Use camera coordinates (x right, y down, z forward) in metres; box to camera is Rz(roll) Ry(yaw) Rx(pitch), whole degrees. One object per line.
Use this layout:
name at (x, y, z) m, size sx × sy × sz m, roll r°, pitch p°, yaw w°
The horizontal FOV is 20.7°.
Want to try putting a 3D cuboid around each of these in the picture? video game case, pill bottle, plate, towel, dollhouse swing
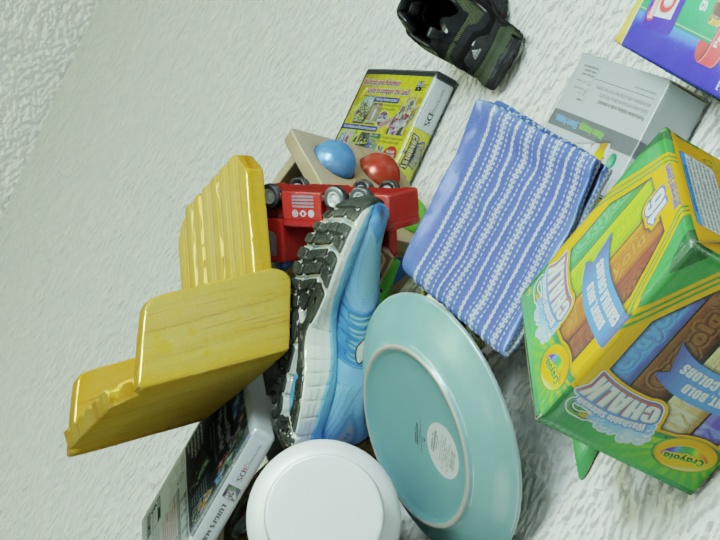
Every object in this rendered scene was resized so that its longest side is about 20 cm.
video game case at (-0.128, 0.174, 1.616) m, size 0.183 × 0.023 × 0.200 m, roll -60°, pitch 13°, yaw 11°
pill bottle at (-0.027, 0.181, 1.426) m, size 0.200 × 0.111 × 0.113 m, roll 105°, pitch -173°, yaw -81°
video game case at (0.011, -0.109, 1.916) m, size 0.182 × 0.025 × 0.200 m, roll -65°, pitch 20°, yaw -3°
plate at (0.047, 0.115, 1.405) m, size 0.200 × 0.025 × 0.202 m, roll 37°, pitch 134°, yaw 49°
towel at (0.093, -0.036, 1.358) m, size 0.146 × 0.024 × 0.200 m, roll -63°, pitch 24°, yaw 7°
dollhouse swing at (-0.161, 0.024, 1.584) m, size 0.200 × 0.180 × 0.177 m, roll -39°, pitch 68°, yaw 60°

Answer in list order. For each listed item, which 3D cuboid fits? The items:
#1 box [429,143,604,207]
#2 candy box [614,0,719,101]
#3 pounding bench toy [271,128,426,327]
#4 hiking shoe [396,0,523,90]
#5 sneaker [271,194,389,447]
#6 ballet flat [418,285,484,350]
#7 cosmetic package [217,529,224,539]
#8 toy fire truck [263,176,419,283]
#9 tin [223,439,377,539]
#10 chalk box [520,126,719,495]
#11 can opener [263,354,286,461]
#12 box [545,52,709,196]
box at (0.122, -0.040, 1.409) m, size 0.070 × 0.064 × 0.200 m, roll -62°, pitch 24°, yaw 5°
candy box at (0.273, -0.192, 1.318) m, size 0.170 × 0.077 × 0.200 m, roll -61°, pitch 20°, yaw 9°
pounding bench toy at (-0.009, 0.000, 1.691) m, size 0.156 × 0.124 × 0.201 m, roll -51°, pitch 49°, yaw 27°
hiking shoe at (0.081, -0.236, 1.790) m, size 0.076 × 0.100 × 0.200 m, roll -58°, pitch 22°, yaw 14°
sneaker at (-0.007, 0.041, 1.524) m, size 0.078 × 0.089 × 0.202 m, roll -155°, pitch 76°, yaw -66°
ballet flat at (0.051, 0.074, 1.479) m, size 0.075 × 0.064 × 0.202 m, roll 16°, pitch 100°, yaw 30°
cosmetic package at (-0.120, 0.287, 1.707) m, size 0.103 × 0.073 × 0.201 m, roll -22°, pitch 45°, yaw 60°
toy fire truck at (0.000, 0.000, 1.579) m, size 0.199 × 0.049 × 0.142 m, roll 3°, pitch 101°, yaw 34°
tin at (-0.029, 0.169, 1.610) m, size 0.200 × 0.042 × 0.112 m, roll -40°, pitch 20°, yaw 16°
chalk box at (0.179, 0.040, 1.207) m, size 0.200 × 0.123 × 0.125 m, roll -52°, pitch 24°, yaw 29°
can opener at (-0.083, 0.099, 1.722) m, size 0.066 × 0.052 × 0.201 m, roll -32°, pitch 73°, yaw 32°
box at (0.164, -0.056, 1.470) m, size 0.201 × 0.041 × 0.156 m, roll -63°, pitch 22°, yaw 5°
